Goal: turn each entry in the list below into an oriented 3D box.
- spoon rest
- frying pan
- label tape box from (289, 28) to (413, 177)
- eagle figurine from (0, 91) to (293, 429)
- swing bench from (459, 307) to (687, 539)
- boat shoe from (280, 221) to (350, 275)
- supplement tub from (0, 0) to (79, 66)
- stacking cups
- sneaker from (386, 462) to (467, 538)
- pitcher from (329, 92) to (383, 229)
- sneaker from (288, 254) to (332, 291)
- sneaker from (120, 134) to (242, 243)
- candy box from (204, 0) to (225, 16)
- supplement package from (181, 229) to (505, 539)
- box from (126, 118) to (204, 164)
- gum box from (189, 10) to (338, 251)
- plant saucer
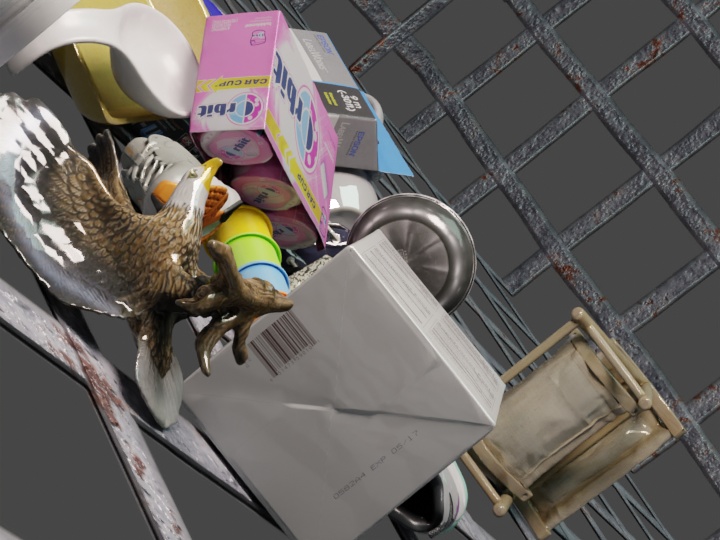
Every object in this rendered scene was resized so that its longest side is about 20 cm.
[{"bbox_3d":[-0.186,-0.167,1.584,0.200,0.060,0.100,2,64,-54],"label":"spoon rest"},{"bbox_3d":[0.005,-0.016,1.744,0.189,0.115,0.031,14,11,9],"label":"frying pan"},{"bbox_3d":[-0.048,-0.163,1.914,0.199,0.063,0.144,5,38,-30],"label":"label tape box"},{"bbox_3d":[-0.141,-0.017,1.259,0.199,0.151,0.152,24,-49,23],"label":"eagle figurine"},{"bbox_3d":[0.211,0.165,2.147,0.130,0.199,0.200,54,7,22],"label":"swing bench"},{"bbox_3d":[-0.060,-0.027,1.811,0.200,0.093,0.075,49,7,-21],"label":"boat shoe"},{"bbox_3d":[-0.269,-0.249,1.383,0.200,0.144,0.145,50,7,-11],"label":"supplement tub"},{"bbox_3d":[-0.077,0.029,1.616,0.061,0.060,0.200,46,13,-38],"label":"stacking cups"},{"bbox_3d":[0.014,0.122,1.608,0.200,0.078,0.140,52,6,5],"label":"sneaker"},{"bbox_3d":[-0.036,-0.091,1.976,0.200,0.171,0.121,58,-6,49],"label":"pitcher"},{"bbox_3d":[-0.001,0.071,1.717,0.200,0.089,0.077,52,7,0],"label":"sneaker"},{"bbox_3d":[-0.151,-0.063,1.558,0.092,0.076,0.200,45,-1,2],"label":"sneaker"},{"bbox_3d":[-0.128,-0.194,2.276,0.200,0.077,0.169,56,9,24],"label":"candy box"},{"bbox_3d":[-0.007,0.080,1.386,0.151,0.152,0.200,51,7,0],"label":"supplement package"},{"bbox_3d":[-0.197,-0.172,1.858,0.200,0.050,0.199,46,8,-35],"label":"box"},{"bbox_3d":[-0.075,-0.108,1.698,0.200,0.066,0.114,63,28,-57],"label":"gum box"},{"bbox_3d":[-0.201,-0.206,1.696,0.200,0.048,0.201,-14,77,-57],"label":"plant saucer"}]
